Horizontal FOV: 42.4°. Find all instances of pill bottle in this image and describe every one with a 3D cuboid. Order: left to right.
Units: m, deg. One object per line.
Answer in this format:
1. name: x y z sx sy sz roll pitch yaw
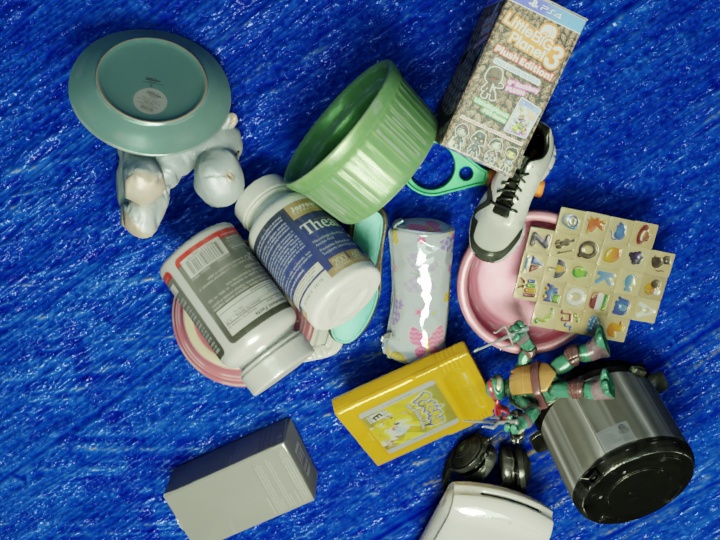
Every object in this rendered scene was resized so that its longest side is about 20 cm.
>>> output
1. pill bottle: -0.153 0.050 1.174 0.114 0.114 0.201 -37 84 10
2. pill bottle: -0.074 -0.030 1.196 0.111 0.111 0.200 -47 66 13

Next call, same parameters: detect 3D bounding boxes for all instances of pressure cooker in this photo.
1. pressure cooker: 0.342 0.219 1.274 0.175 0.201 0.179 3 130 -22

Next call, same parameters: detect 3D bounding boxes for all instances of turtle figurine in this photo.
1. turtle figurine: 0.231 0.141 1.230 0.199 0.101 0.151 -14 69 21

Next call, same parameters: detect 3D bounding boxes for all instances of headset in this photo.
1. headset: 0.193 0.286 1.339 0.123 0.094 0.201 16 117 -6

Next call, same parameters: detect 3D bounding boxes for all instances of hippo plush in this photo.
1. hippo plush: -0.233 -0.135 1.206 0.160 0.201 0.160 -4 151 -18

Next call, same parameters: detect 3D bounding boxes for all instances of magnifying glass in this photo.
1. magnifying glass: 0.150 -0.130 1.253 0.198 0.022 0.080 12 106 -2

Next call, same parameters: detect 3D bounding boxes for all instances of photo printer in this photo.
1. photo printer: 0.178 0.389 1.350 0.165 0.070 0.201 16 128 -6

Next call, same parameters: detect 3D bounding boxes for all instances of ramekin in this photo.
1. ramekin: 0.004 -0.154 1.156 0.098 0.200 0.200 39 103 -19

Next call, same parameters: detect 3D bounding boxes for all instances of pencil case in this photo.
1. pencil case: 0.078 0.028 1.267 0.090 0.083 0.202 7 107 11

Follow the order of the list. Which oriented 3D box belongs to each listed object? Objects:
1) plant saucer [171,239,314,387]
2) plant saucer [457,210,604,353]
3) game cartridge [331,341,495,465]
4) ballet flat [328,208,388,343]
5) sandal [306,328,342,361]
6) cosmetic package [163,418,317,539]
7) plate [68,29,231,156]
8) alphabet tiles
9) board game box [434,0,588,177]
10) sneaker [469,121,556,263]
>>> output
1. plant saucer: -0.161 0.057 1.256 0.199 0.051 0.202 0 86 3
2. plant saucer: 0.230 0.013 1.272 0.199 0.051 0.202 0 107 -1
3. game cartridge: 0.081 0.191 1.296 0.199 0.033 0.177 -24 139 8
4. ballet flat: 0.000 0.000 1.264 0.067 0.068 0.201 13 106 -6
5. sandal: -0.123 0.101 1.301 0.201 0.050 0.083 2 84 2
6. cosmetic package: -0.173 0.311 1.351 0.199 0.090 0.107 -22 106 9
7. plate: -0.257 -0.229 1.144 0.199 0.201 0.026 18 147 -6
8. alphabet tiles: 0.310 0.007 1.234 0.198 0.006 0.168 10 106 -4
9. board game box: 0.173 -0.231 1.140 0.096 0.159 0.201 24 99 -7
10. sneaker: 0.191 -0.105 1.187 0.073 0.080 0.201 21 75 15
